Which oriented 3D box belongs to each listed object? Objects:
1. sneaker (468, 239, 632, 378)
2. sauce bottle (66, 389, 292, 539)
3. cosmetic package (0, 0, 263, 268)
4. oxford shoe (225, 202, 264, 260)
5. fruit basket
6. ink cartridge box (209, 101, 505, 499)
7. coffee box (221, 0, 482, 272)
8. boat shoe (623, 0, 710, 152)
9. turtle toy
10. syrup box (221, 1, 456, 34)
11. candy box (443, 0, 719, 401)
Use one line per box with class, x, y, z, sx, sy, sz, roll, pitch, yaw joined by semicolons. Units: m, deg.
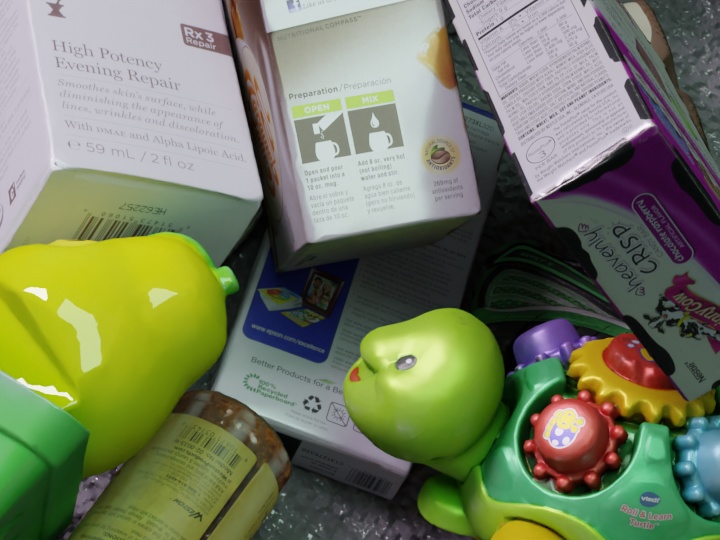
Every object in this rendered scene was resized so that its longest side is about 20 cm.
sneaker;0.147;0.028;1.301;0.200;0.078;0.085;12;56;-11
sauce bottle;-0.103;0.137;1.169;0.066;0.066;0.200;36;57;4
cosmetic package;-0.114;-0.091;1.231;0.102;0.074;0.200;10;48;-29
oxford shoe;-0.108;-0.022;1.262;0.200;0.058;0.075;-32;71;-32
fruit basket;-0.154;0.046;1.123;0.155;0.216;0.216;31;57;1
ink cartridge box;0.000;0.000;1.296;0.095;0.037;0.200;21;60;-4
coffee box;-0.013;-0.108;1.227;0.080;0.114;0.200;-11;86;-11
boat shoe;0.119;-0.053;1.325;0.076;0.072;0.200;-11;32;-1
turtle toy;0.088;0.073;1.199;0.200;0.101;0.146;10;25;-10
syrup box;0.029;-0.162;1.369;0.200;0.081;0.079;-17;70;-24
candy box;0.101;-0.059;1.182;0.061;0.136;0.200;-32;38;11
